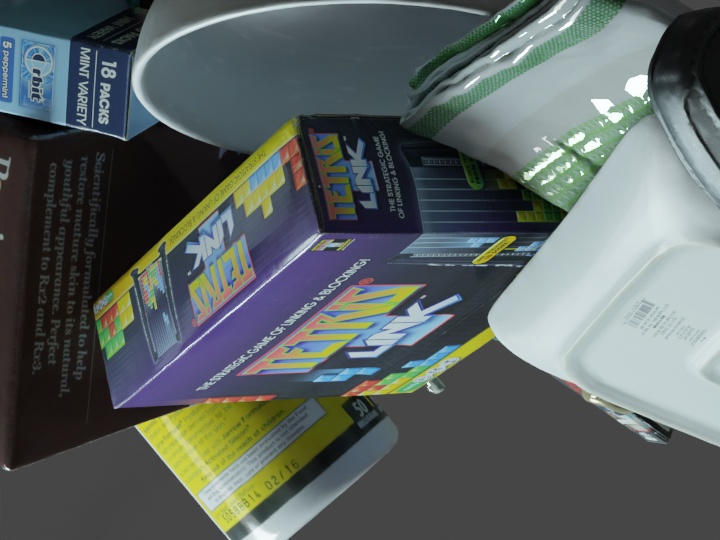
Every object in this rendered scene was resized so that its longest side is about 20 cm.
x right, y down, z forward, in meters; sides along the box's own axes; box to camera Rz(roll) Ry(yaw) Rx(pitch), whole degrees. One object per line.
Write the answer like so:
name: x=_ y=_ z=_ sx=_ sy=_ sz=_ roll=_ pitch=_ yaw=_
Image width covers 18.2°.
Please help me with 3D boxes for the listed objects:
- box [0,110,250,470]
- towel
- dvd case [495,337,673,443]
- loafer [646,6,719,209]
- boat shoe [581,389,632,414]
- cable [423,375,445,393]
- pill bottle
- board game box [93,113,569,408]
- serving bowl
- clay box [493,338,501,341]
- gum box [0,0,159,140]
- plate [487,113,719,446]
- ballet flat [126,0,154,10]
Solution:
box: x=-0.177 y=-0.028 z=1.102 sx=0.200 sy=0.166 sz=0.164 roll=21 pitch=-157 yaw=33
towel: x=0.127 y=-0.038 z=0.857 sx=0.200 sy=0.031 sz=0.149 roll=30 pitch=155 yaw=-16
dvd case: x=0.121 y=-0.013 z=1.204 sx=0.200 sy=0.146 sz=0.022 roll=32 pitch=158 yaw=-35
loafer: x=0.182 y=-0.023 z=0.752 sx=0.200 sy=0.068 sz=0.070 roll=36 pitch=160 yaw=-20
boat shoe: x=0.201 y=0.039 z=1.211 sx=0.200 sy=0.069 sz=0.075 roll=3 pitch=-162 yaw=-25
cable: x=-0.027 y=-0.011 z=1.211 sx=0.200 sy=0.050 sz=0.097 roll=50 pitch=-178 yaw=-33
pill bottle: x=-0.081 y=0.050 z=1.231 sx=0.200 sy=0.111 sz=0.111 roll=49 pitch=180 yaw=2
board game box: x=0.000 y=0.000 z=0.981 sx=0.165 sy=0.057 sz=0.200 roll=-3 pitch=159 yaw=-32
serving bowl: x=0.006 y=-0.103 z=0.938 sx=0.200 sy=0.066 sz=0.200 roll=1 pitch=164 yaw=0
clay box: x=0.135 y=-0.002 z=1.282 sx=0.200 sy=0.115 sz=0.048 roll=18 pitch=-175 yaw=-40
gum box: x=-0.160 y=-0.121 z=1.050 sx=0.200 sy=0.045 sz=0.170 roll=12 pitch=-158 yaw=17
plate: x=0.165 y=0.028 z=0.890 sx=0.200 sy=0.032 sz=0.200 roll=22 pitch=152 yaw=-6
ballet flat: x=-0.064 y=-0.175 z=0.911 sx=0.073 sy=0.073 sz=0.200 roll=34 pitch=154 yaw=13
